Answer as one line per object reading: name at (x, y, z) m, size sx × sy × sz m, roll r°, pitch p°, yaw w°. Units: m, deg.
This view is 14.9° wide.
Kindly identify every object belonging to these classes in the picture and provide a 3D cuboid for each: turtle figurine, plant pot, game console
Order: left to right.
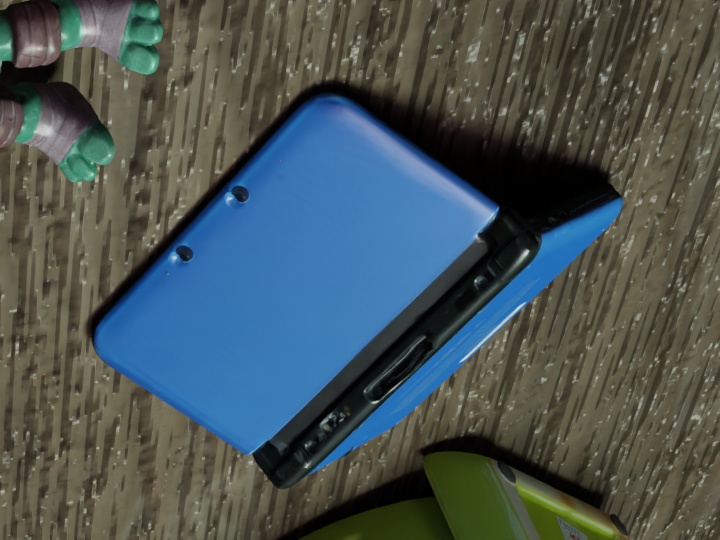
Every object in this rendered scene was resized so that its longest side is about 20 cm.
turtle figurine at (-0.182, -0.069, 1.088) m, size 0.199 × 0.101 × 0.150 m, roll -11°, pitch 162°, yaw -39°
game console at (0.000, 0.000, 1.339) m, size 0.200 × 0.118 × 0.171 m, roll -44°, pitch 170°, yaw 31°
plant pot at (0.071, 0.226, 1.531) m, size 0.181 × 0.199 × 0.200 m, roll -41°, pitch 140°, yaw 18°
